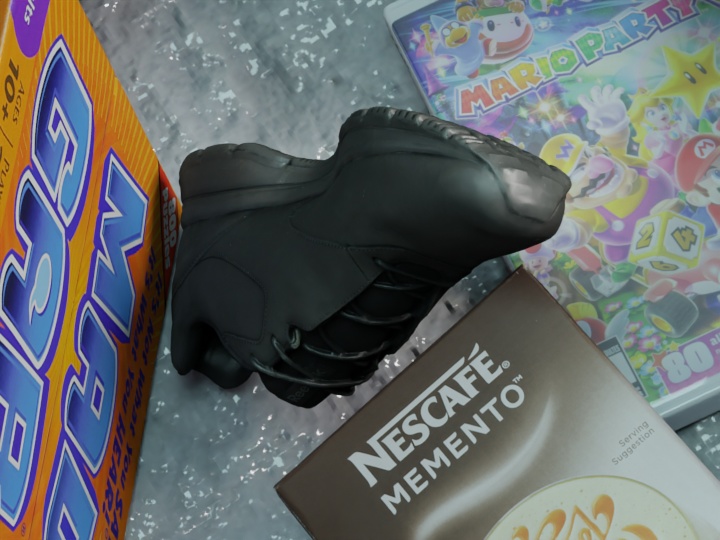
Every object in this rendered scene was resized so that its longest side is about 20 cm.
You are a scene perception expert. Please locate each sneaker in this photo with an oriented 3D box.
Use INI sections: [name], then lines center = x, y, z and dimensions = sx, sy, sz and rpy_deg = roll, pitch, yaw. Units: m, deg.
[sneaker]
center = 0.000, 0.000, 0.953
dimensions = 0.076, 0.200, 0.091
rpy_deg = 20, 74, -28

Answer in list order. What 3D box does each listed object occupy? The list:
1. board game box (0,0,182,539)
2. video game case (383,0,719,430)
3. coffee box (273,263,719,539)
[board game box]
center = -0.192, 0.018, 0.945
dimensions = 0.199, 0.200, 0.200
rpy_deg = 2, 64, 13
[video game case]
center = 0.110, -0.046, 1.019
dimensions = 0.143, 0.018, 0.200
rpy_deg = -25, 61, -1
[coffee box]
center = 0.079, 0.114, 0.900
dimensions = 0.114, 0.080, 0.200
rpy_deg = -42, 63, 0
